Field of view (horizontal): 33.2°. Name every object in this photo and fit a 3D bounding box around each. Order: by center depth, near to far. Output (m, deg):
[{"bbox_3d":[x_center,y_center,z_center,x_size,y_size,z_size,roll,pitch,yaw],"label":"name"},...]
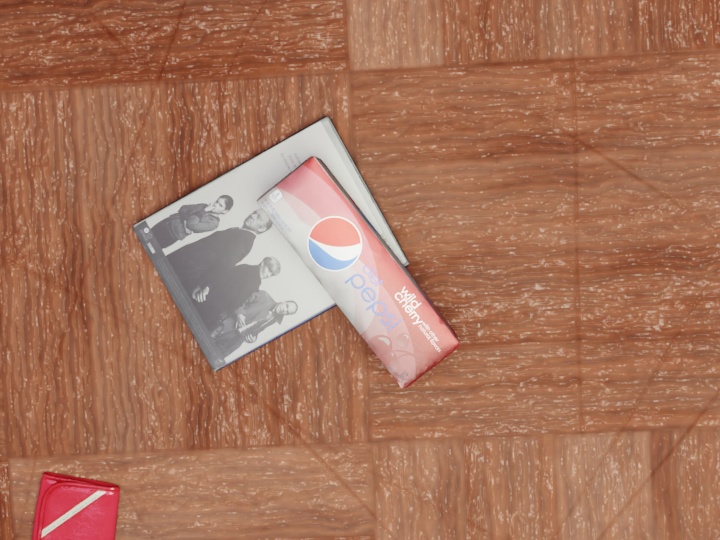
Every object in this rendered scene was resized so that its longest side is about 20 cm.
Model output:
[{"bbox_3d":[0.000,0.000,1.020,0.063,0.070,0.200,-38,92,4],"label":"soda box"},{"bbox_3d":[-0.079,-0.023,1.070,0.200,0.025,0.150,-29,92,4],"label":"dvd case"},{"bbox_3d":[-0.269,0.288,1.106,0.077,0.018,0.200,9,95,1],"label":"dish drying mat"}]
